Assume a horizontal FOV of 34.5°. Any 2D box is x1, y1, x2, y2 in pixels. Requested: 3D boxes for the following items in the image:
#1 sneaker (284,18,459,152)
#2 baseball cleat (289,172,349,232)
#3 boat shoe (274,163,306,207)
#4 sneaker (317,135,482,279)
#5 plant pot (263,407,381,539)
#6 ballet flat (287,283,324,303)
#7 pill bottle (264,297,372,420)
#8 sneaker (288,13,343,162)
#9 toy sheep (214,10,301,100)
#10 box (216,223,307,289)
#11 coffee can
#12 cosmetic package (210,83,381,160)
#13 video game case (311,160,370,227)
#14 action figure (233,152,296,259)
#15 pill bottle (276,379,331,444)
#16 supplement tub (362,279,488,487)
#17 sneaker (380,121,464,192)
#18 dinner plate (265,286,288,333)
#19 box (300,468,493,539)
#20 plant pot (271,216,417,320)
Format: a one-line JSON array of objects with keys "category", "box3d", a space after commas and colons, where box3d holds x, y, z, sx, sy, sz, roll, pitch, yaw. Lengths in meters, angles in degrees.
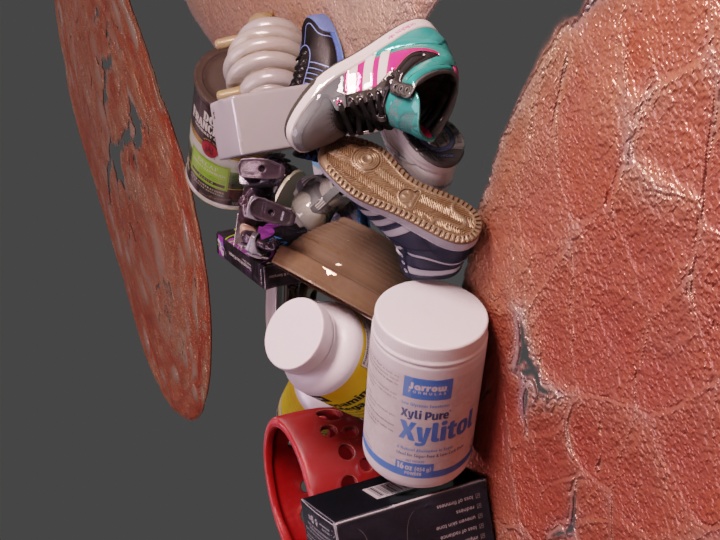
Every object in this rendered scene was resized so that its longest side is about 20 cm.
[{"category": "sneaker", "box3d": [0.024, -0.167, 1.204, 0.121, 0.199, 0.084, 53, 179, 41]}, {"category": "baseball cleat", "box3d": [-0.037, -0.100, 1.491, 0.070, 0.106, 0.200, 51, -170, -13]}, {"category": "boat shoe", "box3d": [-0.133, -0.092, 1.734, 0.063, 0.073, 0.202, 48, 145, 18]}, {"category": "sneaker", "box3d": [0.036, -0.062, 1.268, 0.198, 0.070, 0.109, 32, 154, 12]}, {"category": "plant pot", "box3d": [-0.015, 0.269, 1.502, 0.200, 0.180, 0.204, 167, 90, -68]}, {"category": "ballet flat", "box3d": [-0.076, 0.038, 1.686, 0.072, 0.071, 0.203, 134, 142, -64]}, {"category": "pill bottle", "box3d": [-0.022, 0.105, 1.379, 0.111, 0.199, 0.114, -16, 61, 30]}, {"category": "sneaker", "box3d": [-0.063, -0.237, 1.491, 0.070, 0.077, 0.203, 141, 122, -62]}, {"category": "toy sheep", "box3d": [-0.127, -0.267, 1.571, 0.138, 0.136, 0.203, 122, 146, -59]}, {"category": "box", "box3d": [-0.099, -0.027, 1.567, 0.200, 0.141, 0.037, -147, 50, -59]}, {"category": "coffee can", "box3d": [-0.182, -0.210, 1.722, 0.201, 0.144, 0.148, 106, 145, -50]}, {"category": "cosmetic package", "box3d": [-0.070, -0.185, 1.388, 0.101, 0.197, 0.072, -174, 74, -68]}, {"category": "video game case", "box3d": [-0.021, -0.059, 1.572, 0.143, 0.018, 0.203, -171, 72, -68]}, {"category": "action figure", "box3d": [-0.117, -0.081, 1.388, 0.200, 0.068, 0.132, 162, 110, -82]}, {"category": "pill bottle", "box3d": [-0.048, 0.173, 1.628, 0.201, 0.110, 0.113, 118, 135, -59]}, {"category": "supplement tub", "box3d": [0.070, 0.129, 1.295, 0.132, 0.130, 0.202, -128, 33, -47]}, {"category": "sneaker", "box3d": [0.045, -0.158, 1.296, 0.088, 0.073, 0.201, 96, 153, -48]}, {"category": "dinner plate", "box3d": [-0.122, 0.042, 1.740, 0.200, 0.024, 0.204, 3, -90, -86]}, {"category": "box", "box3d": [0.051, 0.350, 1.360, 0.124, 0.197, 0.200, -172, 72, -68]}, {"category": "plant pot", "box3d": [0.000, 0.000, 1.398, 0.094, 0.200, 0.200, -60, 26, -4]}]
